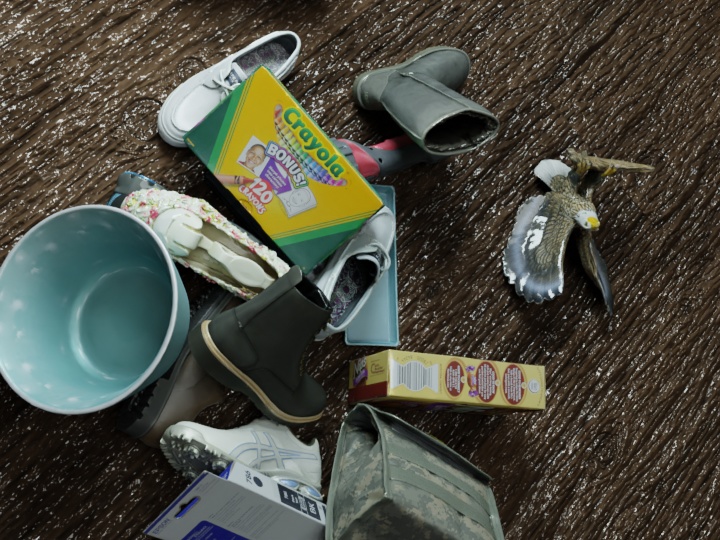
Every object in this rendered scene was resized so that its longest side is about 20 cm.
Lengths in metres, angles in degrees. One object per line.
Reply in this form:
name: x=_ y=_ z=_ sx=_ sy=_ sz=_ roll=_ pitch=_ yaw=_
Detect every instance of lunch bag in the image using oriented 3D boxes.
lunch bag: x=0.057 y=0.238 z=0.943 sx=0.164 sy=0.200 sz=0.118 roll=35 pitch=111 yaw=-17

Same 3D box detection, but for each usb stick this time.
usb stick: x=-0.102 y=-0.055 z=1.017 sx=0.200 sy=0.033 sz=0.055 roll=49 pitch=65 yaw=-7

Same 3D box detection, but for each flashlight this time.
flashlight: x=0.029 y=-0.148 z=1.070 sx=0.200 sy=0.068 sz=0.068 roll=-26 pitch=123 yaw=-34

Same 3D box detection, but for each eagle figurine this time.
eagle figurine: x=0.278 y=-0.054 z=1.144 sx=0.152 sy=0.151 sz=0.200 roll=18 pitch=105 yaw=22

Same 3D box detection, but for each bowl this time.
bowl: x=-0.251 y=0.044 z=0.869 sx=0.201 sy=0.105 sz=0.201 roll=-3 pitch=78 yaw=14

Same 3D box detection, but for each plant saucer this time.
plant saucer: x=0.009 y=-0.008 z=1.062 sx=0.070 sy=0.019 sz=0.200 roll=4 pitch=78 yaw=-22

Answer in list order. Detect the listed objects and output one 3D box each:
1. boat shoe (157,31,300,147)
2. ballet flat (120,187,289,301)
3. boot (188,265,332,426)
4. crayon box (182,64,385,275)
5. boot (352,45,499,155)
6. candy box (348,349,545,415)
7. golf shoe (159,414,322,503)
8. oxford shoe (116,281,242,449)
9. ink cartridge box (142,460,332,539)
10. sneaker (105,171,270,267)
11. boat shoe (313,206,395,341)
boat shoe: x=-0.146 y=-0.214 z=1.012 sx=0.200 sy=0.069 sz=0.072 roll=-35 pitch=93 yaw=-25
ballet flat: x=-0.154 y=-0.025 z=0.904 sx=0.200 sy=0.064 sz=0.076 roll=27 pitch=93 yaw=-12
boot: x=-0.061 y=0.085 z=0.911 sx=0.200 sy=0.138 sz=0.078 roll=38 pitch=22 yaw=-48
crayon box: x=-0.081 y=-0.110 z=0.962 sx=0.119 sy=0.058 sz=0.200 roll=-41 pitch=97 yaw=6
boot: x=0.102 y=-0.206 z=1.046 sx=0.182 sy=0.200 sz=0.073 roll=-25 pitch=119 yaw=-19
candy box: x=0.099 y=0.133 z=1.015 sx=0.200 sy=0.117 sz=0.057 roll=6 pitch=76 yaw=-21
golf shoe: x=-0.122 y=0.189 z=0.929 sx=0.200 sy=0.078 sz=0.097 roll=35 pitch=48 yaw=-34
oxford shoe: x=-0.175 y=0.100 z=0.941 sx=0.084 sy=0.073 sz=0.200 roll=39 pitch=69 yaw=-28
ink cartridge box: x=-0.111 y=0.255 z=0.885 sx=0.099 sy=0.039 sz=0.200 roll=-44 pitch=125 yaw=15
sneaker: x=-0.186 y=-0.031 z=0.966 sx=0.200 sy=0.073 sz=0.082 roll=26 pitch=87 yaw=-11
boat shoe: x=-0.001 y=0.000 z=0.995 sx=0.070 sy=0.071 sz=0.201 roll=49 pitch=55 yaw=-25
